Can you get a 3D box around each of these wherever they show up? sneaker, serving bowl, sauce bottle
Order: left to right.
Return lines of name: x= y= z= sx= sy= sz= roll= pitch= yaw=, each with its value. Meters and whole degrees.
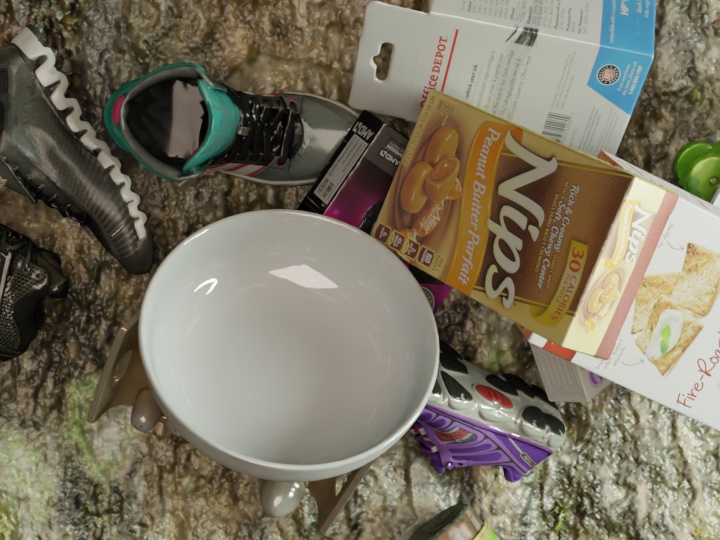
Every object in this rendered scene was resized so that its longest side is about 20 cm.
sneaker: x=-0.277 y=-0.028 z=1.210 sx=0.113 sy=0.076 sz=0.201 roll=-12 pitch=98 yaw=-1
sneaker: x=-0.225 y=-0.074 z=1.200 sx=0.090 sy=0.066 sz=0.201 roll=-31 pitch=91 yaw=-16
sneaker: x=-0.089 y=-0.102 z=1.178 sx=0.198 sy=0.121 sz=0.084 roll=5 pitch=96 yaw=-1
serving bowl: x=-0.050 y=0.058 z=1.101 sx=0.198 sy=0.066 sz=0.201 roll=5 pitch=56 yaw=-7
sneaker: x=0.058 y=0.107 z=1.197 sx=0.199 sy=0.081 sz=0.084 roll=26 pitch=114 yaw=-24
sauce bottle: x=0.115 y=0.269 z=1.241 sx=0.065 sy=0.065 sz=0.200 roll=-36 pitch=96 yaw=3

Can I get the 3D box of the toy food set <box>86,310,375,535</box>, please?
toy food set: x=-0.094 y=0.114 z=1.185 sx=0.199 sy=0.144 sz=0.061 roll=25 pitch=53 yaw=-3

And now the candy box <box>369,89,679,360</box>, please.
candy box: x=0.103 y=-0.034 z=1.090 sx=0.055 sy=0.200 sz=0.116 roll=15 pitch=100 yaw=-43

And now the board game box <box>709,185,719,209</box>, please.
board game box: x=0.326 y=-0.011 z=1.193 sx=0.199 sy=0.026 sz=0.201 roll=24 pitch=102 yaw=-21

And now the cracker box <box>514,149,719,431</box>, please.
cracker box: x=0.222 y=0.022 z=1.133 sx=0.199 sy=0.058 sz=0.135 roll=24 pitch=103 yaw=-14

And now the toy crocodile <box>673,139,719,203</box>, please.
toy crocodile: x=0.236 y=-0.037 z=1.212 sx=0.062 sy=0.068 sz=0.200 roll=43 pitch=96 yaw=-9

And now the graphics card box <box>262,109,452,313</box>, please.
graphics card box: x=0.000 y=0.000 z=1.204 sx=0.125 sy=0.051 sz=0.201 roll=33 pitch=93 yaw=-25

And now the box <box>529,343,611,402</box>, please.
box: x=0.132 y=0.000 z=1.197 sx=0.039 sy=0.041 sz=0.201 roll=-34 pitch=110 yaw=-39

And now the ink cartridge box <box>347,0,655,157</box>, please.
ink cartridge box: x=0.098 y=-0.155 z=1.171 sx=0.198 sy=0.116 sz=0.068 roll=11 pitch=53 yaw=-2
